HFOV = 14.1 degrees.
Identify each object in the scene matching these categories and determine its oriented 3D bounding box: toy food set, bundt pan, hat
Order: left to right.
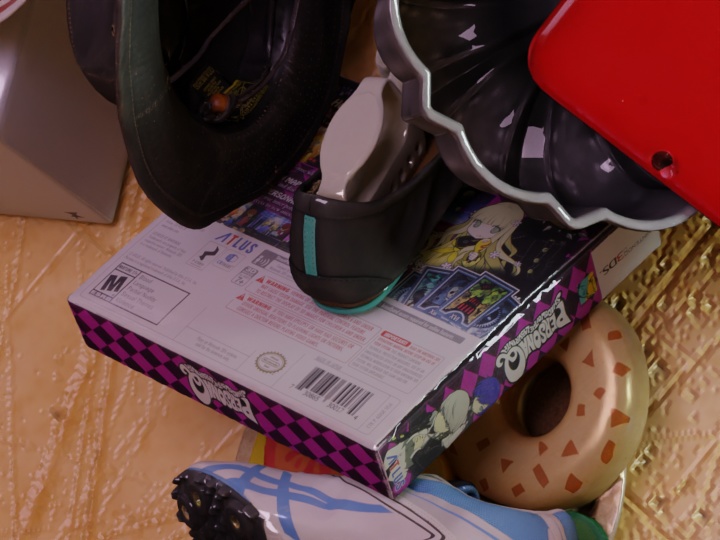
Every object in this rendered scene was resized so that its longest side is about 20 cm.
[{"bbox_3d":[-0.079,-0.123,1.262,0.081,0.201,0.202,16,78,29],"label":"hat"},{"bbox_3d":[0.027,0.095,1.281,0.199,0.049,0.199,11,76,29],"label":"toy food set"},{"bbox_3d":[0.091,-0.112,1.217,0.076,0.201,0.203,-14,55,69],"label":"bundt pan"}]

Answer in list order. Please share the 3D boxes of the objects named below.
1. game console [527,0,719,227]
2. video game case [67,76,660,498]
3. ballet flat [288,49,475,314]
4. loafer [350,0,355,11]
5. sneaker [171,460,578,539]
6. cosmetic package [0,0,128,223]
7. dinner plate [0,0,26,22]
[{"bbox_3d":[0.191,-0.108,1.204,0.119,0.200,0.173,-42,18,41],"label":"game console"},{"bbox_3d":[0.000,0.000,1.278,0.199,0.036,0.181,23,54,40],"label":"video game case"},{"bbox_3d":[0.026,-0.066,1.263,0.068,0.069,0.200,5,41,26],"label":"ballet flat"},{"bbox_3d":[-0.006,-0.167,1.356,0.070,0.068,0.202,22,110,21],"label":"loafer"},{"bbox_3d":[0.005,0.114,1.226,0.199,0.072,0.072,11,37,37],"label":"sneaker"},{"bbox_3d":[-0.208,-0.142,1.448,0.198,0.123,0.201,5,74,28],"label":"cosmetic package"},{"bbox_3d":[-0.164,-0.206,1.330,0.200,0.024,0.202,-9,79,51],"label":"dinner plate"}]
